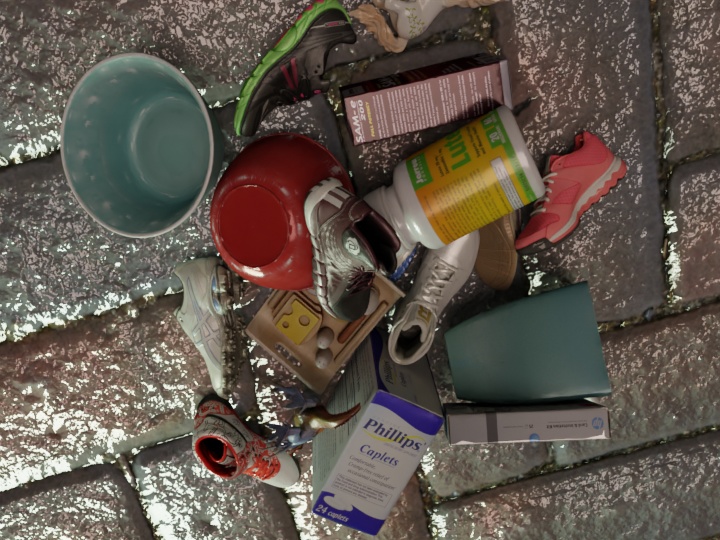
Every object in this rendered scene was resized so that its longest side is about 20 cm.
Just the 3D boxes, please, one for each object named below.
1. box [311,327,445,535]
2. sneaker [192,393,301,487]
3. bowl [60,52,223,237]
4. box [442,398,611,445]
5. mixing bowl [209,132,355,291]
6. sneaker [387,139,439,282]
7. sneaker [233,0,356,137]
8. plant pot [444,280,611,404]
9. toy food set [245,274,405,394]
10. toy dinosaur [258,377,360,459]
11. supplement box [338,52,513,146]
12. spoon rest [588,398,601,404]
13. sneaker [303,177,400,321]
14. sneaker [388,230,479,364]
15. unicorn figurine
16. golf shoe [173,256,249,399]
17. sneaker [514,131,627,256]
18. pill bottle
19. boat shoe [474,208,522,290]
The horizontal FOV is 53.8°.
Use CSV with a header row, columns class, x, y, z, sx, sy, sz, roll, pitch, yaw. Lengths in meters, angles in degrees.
class,x,y,z,sx,sy,sz,roll,pitch,yaw
box,0.017,0.215,0.980,0.103,0.185,0.203,24,108,-12
sneaker,-0.166,0.277,1.028,0.067,0.108,0.202,-39,109,11
bowl,-0.241,-0.146,0.845,0.195,0.105,0.207,2,99,16
box,0.208,0.195,0.930,0.194,0.156,0.042,-5,84,3
mixing bowl,-0.110,-0.062,0.869,0.195,0.108,0.206,4,104,18
sneaker,0.055,-0.084,0.930,0.084,0.077,0.203,25,106,-9
sneaker,-0.081,-0.234,0.860,0.084,0.077,0.200,41,104,-14
plant pot,0.219,0.108,0.967,0.195,0.141,0.145,-12,84,12
toy food set,-0.050,0.055,0.957,0.143,0.061,0.201,38,111,-4
toy dinosaur,-0.073,0.222,0.983,0.195,0.181,0.108,11,76,22
supplement box,0.075,-0.211,0.864,0.194,0.109,0.062,-14,111,0
spoon rest,0.263,0.204,1.060,0.194,0.062,0.100,-2,153,-7
sneaker,0.000,0.000,0.812,0.075,0.114,0.203,-39,136,-26
sneaker,0.098,0.034,0.933,0.072,0.116,0.203,25,116,-3
unicorn figurine,0.090,-0.340,0.844,0.198,0.075,0.137,-33,120,23
golf shoe,-0.209,0.077,0.981,0.094,0.078,0.206,4,107,14
sneaker,0.257,-0.102,0.929,0.200,0.074,0.087,-44,97,-16
pill bottle,0.105,-0.095,0.828,0.197,0.112,0.112,-27,111,16
boat shoe,0.186,-0.068,0.950,0.071,0.065,0.204,14,132,36
